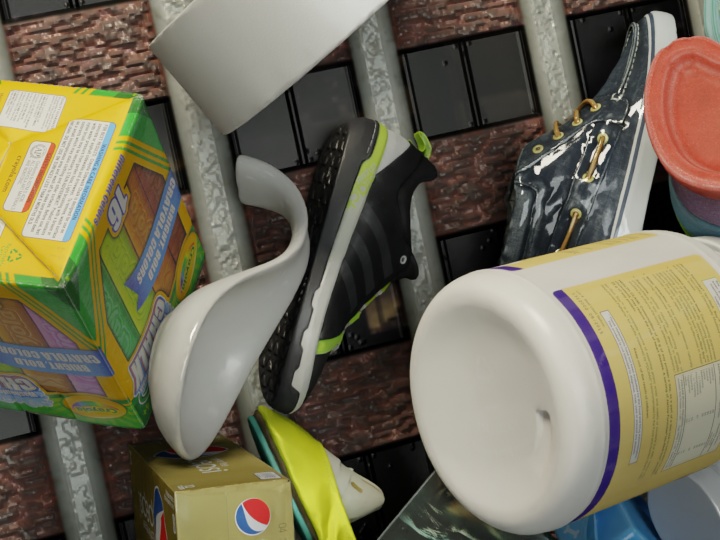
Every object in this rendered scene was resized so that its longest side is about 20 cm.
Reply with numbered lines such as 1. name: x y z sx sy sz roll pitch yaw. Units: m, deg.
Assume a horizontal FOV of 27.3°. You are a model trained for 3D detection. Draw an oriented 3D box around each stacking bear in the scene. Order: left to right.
1. stacking bear: 0.259 -0.044 0.955 0.200 0.120 0.115 54 48 -51

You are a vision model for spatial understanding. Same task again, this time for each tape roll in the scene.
1. tape roll: -0.028 -0.171 0.865 0.202 0.202 0.071 -44 100 -11

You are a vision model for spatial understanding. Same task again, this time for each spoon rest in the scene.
1. spoon rest: -0.072 0.018 0.861 0.060 0.100 0.201 9 51 10

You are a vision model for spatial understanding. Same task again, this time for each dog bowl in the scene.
1. dog bowl: 0.177 0.200 0.931 0.049 0.201 0.111 -39 119 12

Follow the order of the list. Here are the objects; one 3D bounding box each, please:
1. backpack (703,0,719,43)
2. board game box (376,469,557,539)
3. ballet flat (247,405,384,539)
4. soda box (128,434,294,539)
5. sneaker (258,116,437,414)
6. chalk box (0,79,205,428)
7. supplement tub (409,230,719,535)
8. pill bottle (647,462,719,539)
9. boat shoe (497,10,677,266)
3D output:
1. backpack: 0.321 -0.182 0.978 0.199 0.153 0.178 24 81 -30
2. board game box: 0.040 0.225 0.868 0.135 0.028 0.201 40 93 12
3. ballet flat: -0.009 0.172 0.932 0.066 0.067 0.202 -20 86 -10
4. soda box: -0.089 0.141 0.849 0.063 0.200 0.069 -5 92 -15
5. sneaker: 0.000 0.000 0.936 0.082 0.072 0.202 22 81 -19
6. chalk box: -0.169 0.005 0.833 0.122 0.201 0.126 7 59 14
7. supplement tub: 0.143 0.057 0.853 0.198 0.145 0.147 -12 94 -37
8. pill bottle: 0.283 0.124 0.973 0.198 0.110 0.112 -21 96 -30
9. boat shoe: 0.151 -0.086 0.980 0.090 0.071 0.203 13 76 3
